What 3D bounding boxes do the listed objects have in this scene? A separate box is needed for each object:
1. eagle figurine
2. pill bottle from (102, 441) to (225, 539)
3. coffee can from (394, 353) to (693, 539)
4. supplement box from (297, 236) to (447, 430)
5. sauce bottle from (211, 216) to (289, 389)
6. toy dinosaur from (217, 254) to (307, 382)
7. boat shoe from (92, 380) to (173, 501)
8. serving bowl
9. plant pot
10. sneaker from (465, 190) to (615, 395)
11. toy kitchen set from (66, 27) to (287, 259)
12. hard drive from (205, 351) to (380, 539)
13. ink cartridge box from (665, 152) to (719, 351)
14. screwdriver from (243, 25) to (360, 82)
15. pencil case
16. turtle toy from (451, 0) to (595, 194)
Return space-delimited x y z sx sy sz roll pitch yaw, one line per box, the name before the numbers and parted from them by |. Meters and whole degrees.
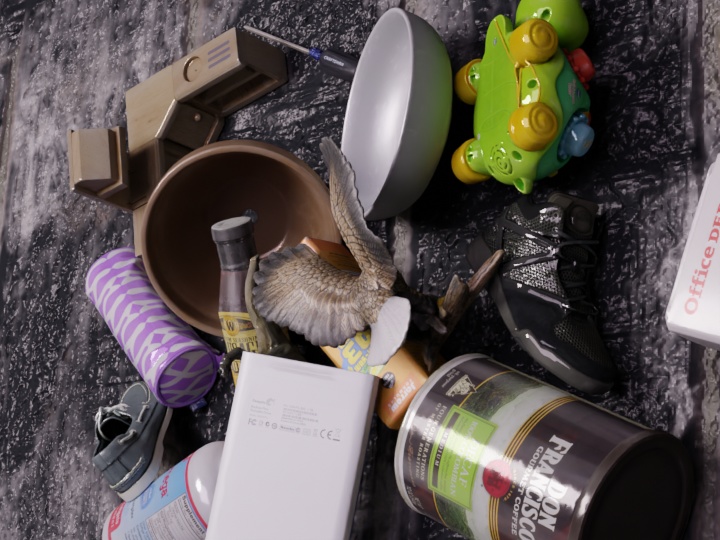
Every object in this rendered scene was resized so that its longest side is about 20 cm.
eagle figurine | 0.000 0.002 1.386 0.199 0.151 0.152 35 68 9
pill bottle | -0.152 0.236 1.542 0.199 0.108 0.110 -36 55 27
coffee can | 0.146 0.167 1.274 0.199 0.146 0.148 22 91 44
supplement box | 0.004 0.058 1.469 0.200 0.069 0.067 47 108 27
sauce bottle | -0.105 0.050 1.528 0.066 0.066 0.202 -2 107 41
toy dinosaur | -0.087 0.093 1.487 0.088 0.201 0.047 -32 14 -14
boat shoe | -0.240 0.159 1.623 0.073 0.062 0.200 -42 21 14
serving bowl | 0.042 -0.142 1.488 0.200 0.065 0.203 -171 90 -74
plant pot | -0.114 -0.040 1.579 0.201 0.200 0.093 -51 10 17
sneaker | 0.173 0.009 1.347 0.115 0.076 0.200 -52 44 25
toy kitchen set | -0.189 -0.134 1.655 0.179 0.162 0.202 -24 62 34
hard drive | -0.064 0.183 1.416 0.130 0.025 0.202 9 83 19
ink cartridge box | 0.349 0.004 1.186 0.199 0.084 0.147 16 87 43
screwdriver | -0.061 -0.237 1.663 0.199 0.028 0.029 33 127 39
pencil case | -0.221 0.057 1.681 0.085 0.084 0.200 -32 51 -13
turtle toy | 0.155 -0.164 1.398 0.146 0.100 0.202 154 122 -63
